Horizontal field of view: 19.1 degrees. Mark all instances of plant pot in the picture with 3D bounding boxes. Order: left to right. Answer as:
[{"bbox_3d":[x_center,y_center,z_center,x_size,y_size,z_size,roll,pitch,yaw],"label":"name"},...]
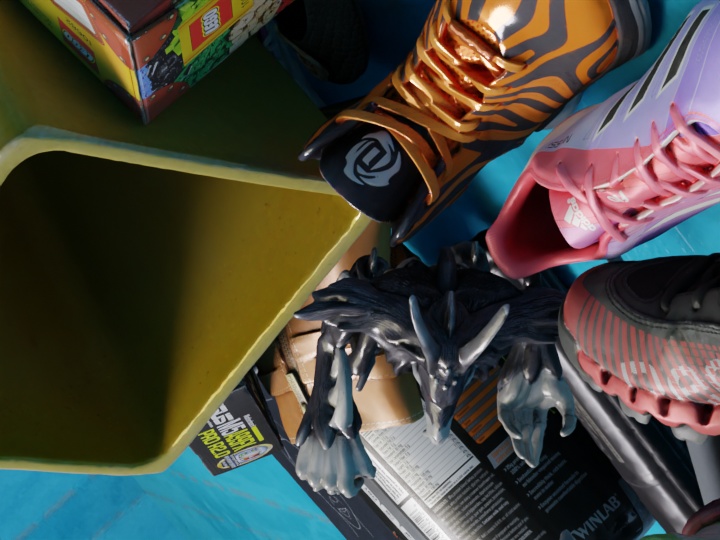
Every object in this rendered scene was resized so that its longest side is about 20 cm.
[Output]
[{"bbox_3d":[-0.148,-0.049,0.933,0.195,0.194,0.200,8,-138,-44],"label":"plant pot"}]

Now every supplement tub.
[{"bbox_3d":[0.054,0.089,1.133,0.200,0.123,0.123,48,166,5],"label":"supplement tub"}]

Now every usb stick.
[{"bbox_3d":[0.120,0.062,1.052,0.200,0.033,0.055,52,172,-12],"label":"usb stick"}]

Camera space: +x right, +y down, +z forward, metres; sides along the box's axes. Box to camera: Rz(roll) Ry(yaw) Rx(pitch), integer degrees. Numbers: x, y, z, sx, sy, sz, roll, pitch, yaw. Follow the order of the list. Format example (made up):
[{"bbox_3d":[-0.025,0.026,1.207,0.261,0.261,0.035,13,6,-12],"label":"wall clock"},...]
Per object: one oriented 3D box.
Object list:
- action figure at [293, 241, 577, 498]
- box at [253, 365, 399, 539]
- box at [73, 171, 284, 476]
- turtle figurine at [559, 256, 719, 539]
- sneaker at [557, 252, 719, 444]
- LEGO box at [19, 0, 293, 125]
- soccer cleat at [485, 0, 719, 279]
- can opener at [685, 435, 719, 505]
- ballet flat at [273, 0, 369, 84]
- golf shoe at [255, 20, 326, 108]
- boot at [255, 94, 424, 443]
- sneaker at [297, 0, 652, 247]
[{"bbox_3d":[0.031,0.039,0.874,0.200,0.119,0.102,-117,24,-85],"label":"action figure"},{"bbox_3d":[0.023,0.105,1.291,0.200,0.107,0.148,49,166,-5],"label":"box"},{"bbox_3d":[-0.102,-0.004,1.106,0.160,0.044,0.200,75,172,-73],"label":"box"},{"bbox_3d":[0.123,0.107,0.825,0.200,0.144,0.194,32,-155,9],"label":"turtle figurine"},{"bbox_3d":[0.150,0.016,0.727,0.200,0.071,0.098,15,134,40],"label":"sneaker"},{"bbox_3d":[-0.097,-0.182,0.824,0.200,0.149,0.077,45,165,14],"label":"LEGO box"},{"bbox_3d":[0.103,-0.040,0.735,0.067,0.076,0.200,49,162,-3],"label":"soccer cleat"},{"bbox_3d":[0.180,0.129,0.995,0.053,0.066,0.200,33,154,37],"label":"can opener"},{"bbox_3d":[-0.045,-0.151,0.954,0.067,0.046,0.200,38,162,36],"label":"ballet flat"},{"bbox_3d":[-0.064,-0.096,1.103,0.200,0.075,0.092,48,162,-1],"label":"golf shoe"},{"bbox_3d":[0.000,0.000,1.018,0.200,0.074,0.155,-19,89,58],"label":"boot"},{"bbox_3d":[0.039,-0.066,0.799,0.078,0.112,0.200,45,165,11],"label":"sneaker"}]
